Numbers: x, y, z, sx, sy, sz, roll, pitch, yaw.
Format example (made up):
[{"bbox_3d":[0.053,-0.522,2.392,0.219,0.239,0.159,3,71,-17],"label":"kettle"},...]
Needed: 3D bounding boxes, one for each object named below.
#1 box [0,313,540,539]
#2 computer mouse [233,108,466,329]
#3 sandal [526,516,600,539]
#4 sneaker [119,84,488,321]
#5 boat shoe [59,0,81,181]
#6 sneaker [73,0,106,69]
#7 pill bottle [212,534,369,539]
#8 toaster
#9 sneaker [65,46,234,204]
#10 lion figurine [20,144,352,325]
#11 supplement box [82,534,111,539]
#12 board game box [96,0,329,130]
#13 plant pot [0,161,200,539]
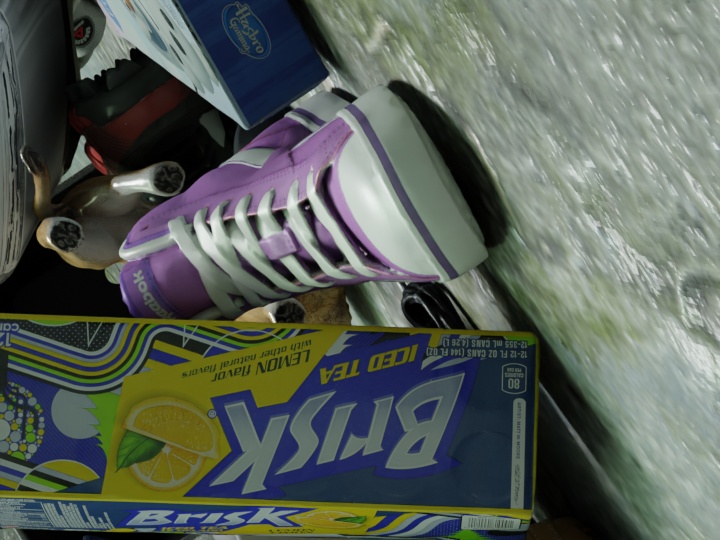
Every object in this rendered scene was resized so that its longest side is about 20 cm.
[{"bbox_3d":[-0.036,0.058,0.967,0.064,0.199,0.070,90,-177,-75],"label":"box"},{"bbox_3d":[0.000,0.000,1.111,0.200,0.034,0.059,50,168,39],"label":"computer mouse"},{"bbox_3d":[0.073,0.122,1.075,0.200,0.081,0.055,-129,29,-80],"label":"sandal"},{"bbox_3d":[-0.026,-0.008,0.957,0.073,0.114,0.200,59,171,-8],"label":"sneaker"},{"bbox_3d":[-0.180,-0.126,1.328,0.068,0.072,0.201,-75,-22,-56],"label":"boat shoe"},{"bbox_3d":[-0.170,-0.159,1.427,0.088,0.074,0.200,41,171,7],"label":"sneaker"},{"bbox_3d":[-0.007,0.085,1.105,0.112,0.111,0.200,57,-179,1],"label":"pill bottle"},{"bbox_3d":[-0.200,-0.073,1.247,0.129,0.113,0.201,-82,-6,-64],"label":"toaster"},{"bbox_3d":[-0.092,-0.057,1.309,0.098,0.071,0.200,56,174,6],"label":"sneaker"},{"bbox_3d":[-0.082,-0.008,1.254,0.200,0.073,0.122,29,170,-17],"label":"lion figurine"},{"bbox_3d":[-0.032,0.207,1.065,0.199,0.135,0.200,16,-179,-8],"label":"supplement box"},{"bbox_3d":[-0.102,-0.166,1.039,0.200,0.043,0.199,61,170,-23],"label":"board game box"},{"bbox_3d":[-0.122,0.043,1.512,0.200,0.199,0.177,57,-176,-3],"label":"plant pot"}]
